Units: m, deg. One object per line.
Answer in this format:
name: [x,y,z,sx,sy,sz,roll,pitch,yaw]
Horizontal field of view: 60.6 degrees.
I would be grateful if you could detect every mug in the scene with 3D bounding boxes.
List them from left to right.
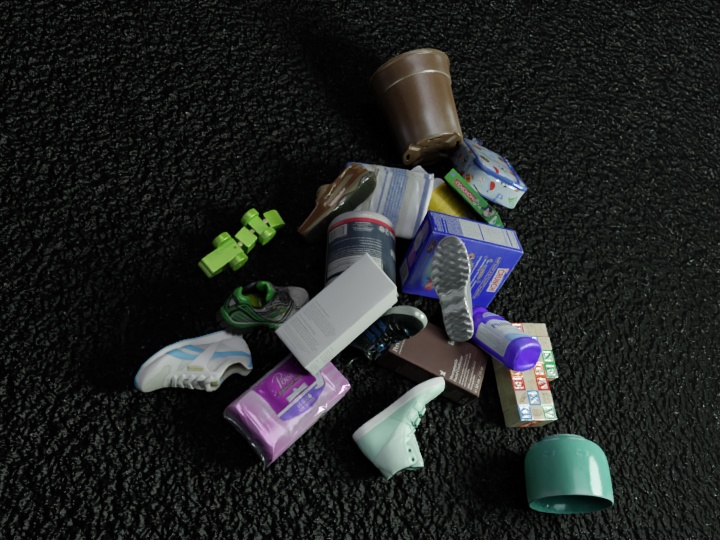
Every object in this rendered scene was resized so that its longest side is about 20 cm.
mug: [0.380,0.380,1.147,0.149,0.186,0.116,-1,58,6]

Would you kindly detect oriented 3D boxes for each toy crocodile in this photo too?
toy crocodile: [-0.227,-0.054,1.191,0.067,0.062,0.200,43,62,5]

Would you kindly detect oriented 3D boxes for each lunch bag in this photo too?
lunch bag: [0.298,-0.228,1.423,0.158,0.076,0.201,22,29,-16]

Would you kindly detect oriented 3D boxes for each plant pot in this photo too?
plant pot: [0.140,-0.363,1.420,0.197,0.200,0.201,-10,74,-25]

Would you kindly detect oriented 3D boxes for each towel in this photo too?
towel: [0.049,-0.148,1.297,0.197,0.024,0.149,12,79,14]

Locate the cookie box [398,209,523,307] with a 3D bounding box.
cookie box: [0.200,-0.019,1.256,0.197,0.172,0.076,12,42,-15]

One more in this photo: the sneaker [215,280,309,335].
sneaker: [-0.160,0.060,1.113,0.078,0.085,0.199,51,32,20]

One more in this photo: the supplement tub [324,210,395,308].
supplement tub: [0.000,0.000,1.194,0.138,0.141,0.203,10,60,-15]

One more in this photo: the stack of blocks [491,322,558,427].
stack of blocks: [0.338,0.212,1.259,0.113,0.059,0.203,4,62,-19]

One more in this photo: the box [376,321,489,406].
box: [0.143,0.170,1.200,0.198,0.075,0.101,26,57,-4]

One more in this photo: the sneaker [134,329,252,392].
sneaker: [-0.278,0.164,1.038,0.198,0.077,0.081,-18,63,-28]

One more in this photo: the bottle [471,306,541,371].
bottle: [0.261,0.124,1.215,0.082,0.066,0.200,2,22,-33]

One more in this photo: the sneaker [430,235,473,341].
sneaker: [0.176,0.030,1.183,0.073,0.082,0.204,-4,104,9]

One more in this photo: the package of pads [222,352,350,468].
package of pads: [-0.126,0.225,1.065,0.121,0.076,0.199,47,57,8]

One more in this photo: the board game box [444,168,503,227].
board game box: [0.251,-0.145,1.344,0.029,0.200,0.135,-45,74,9]

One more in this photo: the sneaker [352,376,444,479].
sneaker: [0.096,0.286,1.108,0.199,0.074,0.119,-34,72,-15]

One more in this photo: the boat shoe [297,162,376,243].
boat shoe: [-0.055,-0.142,1.273,0.200,0.076,0.074,-44,66,-10]

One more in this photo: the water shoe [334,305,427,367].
water shoe: [0.037,0.128,1.118,0.071,0.198,0.080,42,43,-31]

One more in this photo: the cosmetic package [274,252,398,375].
cosmetic package: [-0.035,0.076,1.035,0.199,0.108,0.085,-41,75,-10]

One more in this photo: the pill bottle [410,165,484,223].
pill bottle: [0.169,-0.129,1.344,0.200,0.112,0.111,47,58,7]
